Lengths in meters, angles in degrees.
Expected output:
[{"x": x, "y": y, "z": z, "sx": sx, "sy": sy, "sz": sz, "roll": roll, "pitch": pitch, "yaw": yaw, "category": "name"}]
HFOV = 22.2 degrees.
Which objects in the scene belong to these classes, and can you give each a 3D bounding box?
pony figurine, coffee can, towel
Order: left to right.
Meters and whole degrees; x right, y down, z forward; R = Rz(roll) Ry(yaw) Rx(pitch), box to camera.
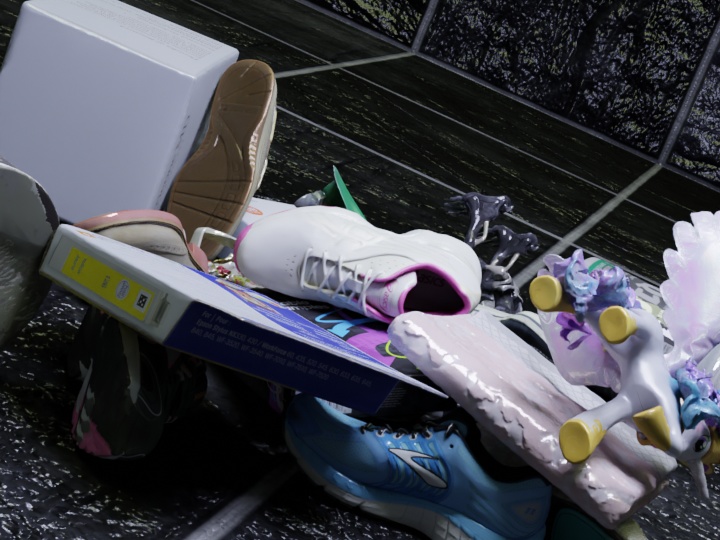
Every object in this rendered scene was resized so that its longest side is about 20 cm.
[{"x": -0.311, "y": -0.043, "z": 1.213, "sx": 0.146, "sy": 0.147, "sz": 0.200, "roll": 6, "pitch": 23, "yaw": -48, "category": "coffee can"}, {"x": 0.125, "y": 0.095, "z": 1.283, "sx": 0.200, "sy": 0.032, "sz": 0.191, "roll": 39, "pitch": 14, "yaw": 16, "category": "towel"}, {"x": 0.187, "y": 0.054, "z": 1.248, "sx": 0.200, "sy": 0.165, "sz": 0.195, "roll": 21, "pitch": 54, "yaw": -57, "category": "pony figurine"}]

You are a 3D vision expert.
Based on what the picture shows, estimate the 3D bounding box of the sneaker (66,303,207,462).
[{"x": -0.138, "y": 0.069, "z": 1.209, "sx": 0.086, "sy": 0.081, "sz": 0.200, "roll": 20, "pitch": 16, "yaw": -16, "category": "sneaker"}]

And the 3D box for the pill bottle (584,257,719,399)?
[{"x": 0.277, "y": 0.079, "z": 1.722, "sx": 0.199, "sy": 0.114, "sz": 0.113, "roll": 28, "pitch": 16, "yaw": 21, "category": "pill bottle"}]

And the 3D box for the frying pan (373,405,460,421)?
[{"x": 0.039, "y": 0.095, "z": 1.464, "sx": 0.189, "sy": 0.031, "sz": 0.115, "roll": 12, "pitch": 17, "yaw": -30, "category": "frying pan"}]

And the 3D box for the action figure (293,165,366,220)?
[{"x": 0.010, "y": 0.024, "z": 1.532, "sx": 0.054, "sy": 0.118, "sz": 0.201, "roll": -29, "pitch": 74, "yaw": -22, "category": "action figure"}]

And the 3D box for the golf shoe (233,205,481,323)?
[{"x": 0.000, "y": 0.000, "z": 1.422, "sx": 0.198, "sy": 0.076, "sz": 0.092, "roll": 6, "pitch": 20, "yaw": -5, "category": "golf shoe"}]

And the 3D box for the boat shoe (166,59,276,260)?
[{"x": -0.117, "y": -0.088, "z": 1.640, "sx": 0.071, "sy": 0.202, "sz": 0.065, "roll": 11, "pitch": -22, "yaw": 14, "category": "boat shoe"}]

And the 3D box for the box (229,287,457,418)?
[{"x": -0.034, "y": 0.059, "z": 1.393, "sx": 0.142, "sy": 0.036, "sz": 0.200, "roll": -2, "pitch": 18, "yaw": -29, "category": "box"}]

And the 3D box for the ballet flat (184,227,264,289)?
[{"x": -0.142, "y": -0.004, "z": 1.481, "sx": 0.075, "sy": 0.065, "sz": 0.199, "roll": 3, "pitch": -3, "yaw": 41, "category": "ballet flat"}]

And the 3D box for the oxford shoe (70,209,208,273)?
[{"x": -0.150, "y": 0.009, "z": 1.315, "sx": 0.070, "sy": 0.075, "sz": 0.200, "roll": -17, "pitch": -18, "yaw": 14, "category": "oxford shoe"}]

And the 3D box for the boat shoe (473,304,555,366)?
[{"x": 0.120, "y": 0.071, "z": 1.466, "sx": 0.075, "sy": 0.062, "sz": 0.200, "roll": 43, "pitch": -13, "yaw": -22, "category": "boat shoe"}]

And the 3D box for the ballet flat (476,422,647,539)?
[{"x": 0.144, "y": 0.164, "z": 1.281, "sx": 0.199, "sy": 0.068, "sz": 0.062, "roll": 33, "pitch": 49, "yaw": 24, "category": "ballet flat"}]

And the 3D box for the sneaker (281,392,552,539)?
[{"x": 0.042, "y": 0.125, "z": 1.252, "sx": 0.199, "sy": 0.091, "sz": 0.078, "roll": 24, "pitch": 15, "yaw": 4, "category": "sneaker"}]

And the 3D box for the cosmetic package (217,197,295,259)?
[{"x": -0.037, "y": -0.012, "z": 1.703, "sx": 0.199, "sy": 0.052, "sz": 0.150, "roll": 9, "pitch": 18, "yaw": -42, "category": "cosmetic package"}]

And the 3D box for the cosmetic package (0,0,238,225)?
[{"x": -0.227, "y": -0.142, "z": 1.644, "sx": 0.165, "sy": 0.169, "sz": 0.200, "roll": 23, "pitch": 15, "yaw": 1, "category": "cosmetic package"}]

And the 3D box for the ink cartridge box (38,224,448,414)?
[{"x": -0.076, "y": 0.041, "z": 1.182, "sx": 0.197, "sy": 0.047, "sz": 0.199, "roll": 23, "pitch": 4, "yaw": -45, "category": "ink cartridge box"}]

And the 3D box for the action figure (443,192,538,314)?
[{"x": 0.104, "y": 0.035, "z": 1.648, "sx": 0.119, "sy": 0.101, "sz": 0.201, "roll": 45, "pitch": 40, "yaw": -38, "category": "action figure"}]

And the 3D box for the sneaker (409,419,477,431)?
[{"x": 0.123, "y": 0.121, "z": 1.400, "sx": 0.199, "sy": 0.083, "sz": 0.072, "roll": 11, "pitch": 18, "yaw": -37, "category": "sneaker"}]
